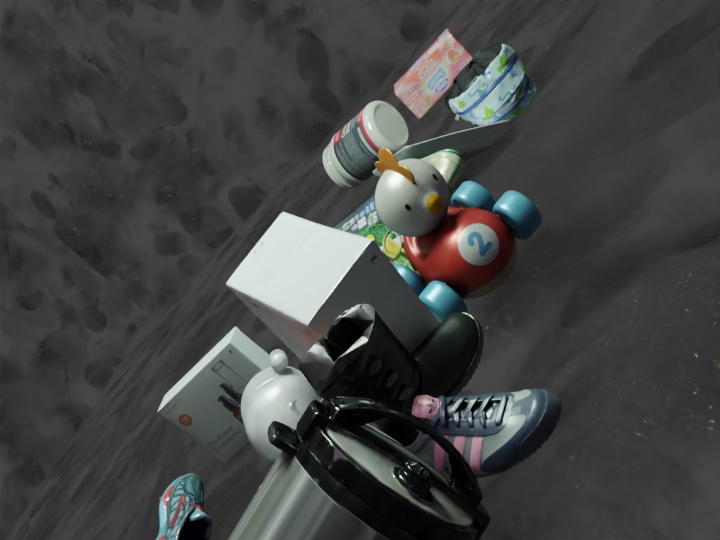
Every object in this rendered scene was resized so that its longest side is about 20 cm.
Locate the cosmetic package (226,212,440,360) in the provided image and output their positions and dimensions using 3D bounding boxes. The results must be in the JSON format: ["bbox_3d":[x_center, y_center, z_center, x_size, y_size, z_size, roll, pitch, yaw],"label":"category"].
[{"bbox_3d":[-0.023,0.054,0.962,0.124,0.200,0.198,-52,35,-16],"label":"cosmetic package"}]

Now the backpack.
[{"bbox_3d":[0.231,-0.322,1.416,0.162,0.155,0.200,-40,-5,9],"label":"backpack"}]

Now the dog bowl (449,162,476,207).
[{"bbox_3d":[0.112,-0.088,1.299,0.200,0.058,0.201,-44,16,16],"label":"dog bowl"}]

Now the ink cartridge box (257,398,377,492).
[{"bbox_3d":[-0.054,0.194,0.889,0.161,0.047,0.201,-53,-26,-19],"label":"ink cartridge box"}]

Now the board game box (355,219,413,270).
[{"bbox_3d":[0.011,-0.005,1.186,0.198,0.023,0.107,-29,67,43],"label":"board game box"}]

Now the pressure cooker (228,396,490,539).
[{"bbox_3d":[0.000,0.208,0.641,0.178,0.175,0.202,34,94,36],"label":"pressure cooker"}]

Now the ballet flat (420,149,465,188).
[{"bbox_3d":[0.092,-0.140,1.257,0.199,0.066,0.064,-14,52,67],"label":"ballet flat"}]

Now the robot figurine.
[{"bbox_3d":[-0.104,0.194,1.092,0.110,0.174,0.200,-9,2,-12],"label":"robot figurine"}]

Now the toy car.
[{"bbox_3d":[0.087,-0.069,0.999,0.185,0.200,0.176,-48,31,-10],"label":"toy car"}]

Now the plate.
[{"bbox_3d":[0.136,-0.197,1.369,0.196,0.033,0.199,-17,-1,-16],"label":"plate"}]

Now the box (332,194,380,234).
[{"bbox_3d":[0.000,0.000,1.252,0.199,0.050,0.161,-35,63,42],"label":"box"}]

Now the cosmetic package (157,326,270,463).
[{"bbox_3d":[-0.216,0.209,1.329,0.200,0.150,0.052,-42,15,23],"label":"cosmetic package"}]

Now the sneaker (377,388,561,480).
[{"bbox_3d":[0.091,0.144,0.744,0.199,0.082,0.071,-35,20,42],"label":"sneaker"}]

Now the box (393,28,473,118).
[{"bbox_3d":[0.183,-0.494,2.020,0.200,0.094,0.103,-44,15,17],"label":"box"}]

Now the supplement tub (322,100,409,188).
[{"bbox_3d":[0.012,-0.300,1.947,0.199,0.140,0.142,-34,20,42],"label":"supplement tub"}]

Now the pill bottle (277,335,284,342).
[{"bbox_3d":[-0.088,0.042,1.443,0.116,0.116,0.201,-41,17,23],"label":"pill bottle"}]

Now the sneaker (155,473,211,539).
[{"bbox_3d":[-0.249,0.378,1.190,0.095,0.080,0.202,-32,29,20],"label":"sneaker"}]

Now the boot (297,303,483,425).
[{"bbox_3d":[0.040,0.081,0.823,0.065,0.200,0.167,25,79,41],"label":"boot"}]
